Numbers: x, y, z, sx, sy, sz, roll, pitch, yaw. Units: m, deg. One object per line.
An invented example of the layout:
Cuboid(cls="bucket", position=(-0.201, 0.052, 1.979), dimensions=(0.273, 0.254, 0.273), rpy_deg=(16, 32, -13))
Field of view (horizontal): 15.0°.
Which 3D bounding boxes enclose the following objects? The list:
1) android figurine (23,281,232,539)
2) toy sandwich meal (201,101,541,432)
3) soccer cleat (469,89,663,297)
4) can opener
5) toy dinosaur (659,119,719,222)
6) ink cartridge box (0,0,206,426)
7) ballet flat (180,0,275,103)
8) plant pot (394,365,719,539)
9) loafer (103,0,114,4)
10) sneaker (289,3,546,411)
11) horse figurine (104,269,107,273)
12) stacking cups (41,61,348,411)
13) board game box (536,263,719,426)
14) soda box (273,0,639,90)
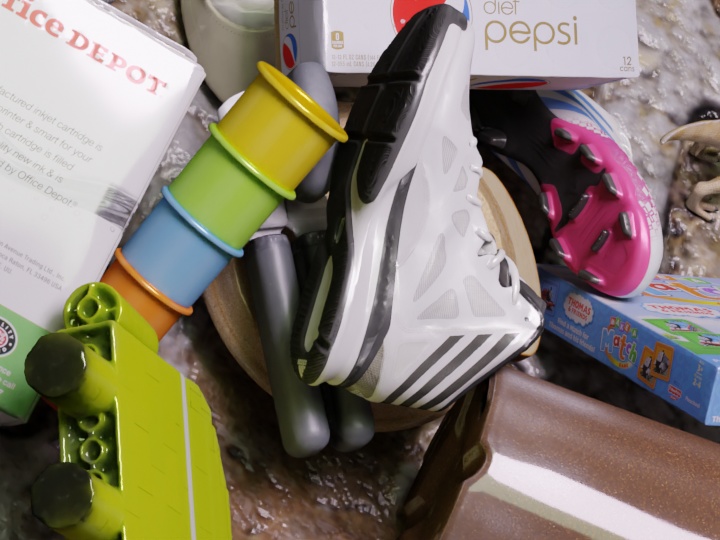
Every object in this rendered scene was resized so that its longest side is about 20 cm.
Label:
Cuboid(cls="android figurine", position=(-0.107, 0.101, 1.301), dimensions=(0.041, 0.200, 0.183), rpy_deg=(-11, 70, 13))
Cuboid(cls="toy sandwich meal", position=(0.000, 0.000, 1.495), dimensions=(0.204, 0.070, 0.207), rpy_deg=(7, 70, -19))
Cuboid(cls="soccer cleat", position=(0.133, -0.057, 1.564), dimensions=(0.086, 0.070, 0.200), rpy_deg=(8, 33, -37))
Cuboid(cls="can opener", position=(-0.032, -0.005, 1.413), dimensions=(0.052, 0.066, 0.202), rpy_deg=(-5, 79, -23))
Cuboid(cls="toy dinosaur", position=(0.234, -0.078, 1.647), dimensions=(0.199, 0.101, 0.059), rpy_deg=(0, 63, -30))
Cuboid(cls="ink cartridge box", position=(-0.187, -0.045, 1.351), dimensions=(0.146, 0.084, 0.201), rpy_deg=(30, 77, -12))
Cuboid(cls="ballet flat", position=(-0.069, -0.186, 1.556), dimensions=(0.069, 0.069, 0.201), rpy_deg=(6, 59, -27))
Cuboid(cls="plant pot", position=(0.122, 0.155, 1.405), dimensions=(0.197, 0.201, 0.201), rpy_deg=(24, 53, -6))
Cuboid(cls="loafer", position=(-0.147, -0.227, 1.542), dimensions=(0.069, 0.075, 0.201), rpy_deg=(13, 49, -2))
Cuboid(cls="sneaker", position=(0.045, -0.025, 1.383), dimensions=(0.115, 0.076, 0.202), rpy_deg=(19, 87, -21))
Cuboid(cls="horse figurine", position=(-0.181, -0.066, 1.429), dimensions=(0.199, 0.050, 0.133), rpy_deg=(30, 64, -18))
Cuboid(cls="stacking cups", position=(-0.092, -0.012, 1.382), dimensions=(0.060, 0.200, 0.061), rpy_deg=(40, 10, -8))
Cuboid(cls="board game box", position=(0.201, 0.043, 1.518), dimensions=(0.150, 0.200, 0.037), rpy_deg=(5, 103, -28))
Cuboid(cls="soda box", position=(0.053, -0.136, 1.499), dimensions=(0.199, 0.064, 0.069), rpy_deg=(-1, 87, -28))
